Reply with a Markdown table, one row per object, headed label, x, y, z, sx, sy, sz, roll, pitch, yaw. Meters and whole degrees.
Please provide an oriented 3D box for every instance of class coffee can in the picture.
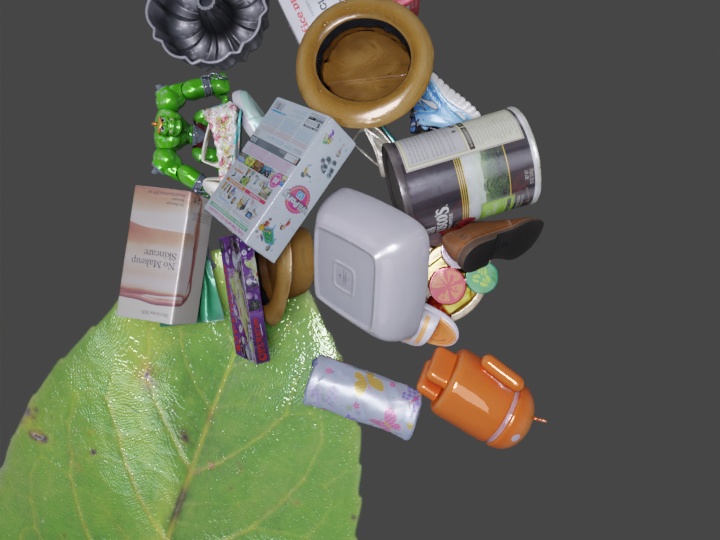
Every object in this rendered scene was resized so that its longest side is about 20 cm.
| label | x | y | z | sx | sy | sz | roll | pitch | yaw |
| --- | --- | --- | --- | --- | --- | --- | --- | --- | --- |
| coffee can | 0.144 | -0.142 | 0.828 | 0.197 | 0.146 | 0.149 | -16 | 93 | 0 |

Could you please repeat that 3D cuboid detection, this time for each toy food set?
| label | x | y | z | sx | sy | sz | roll | pitch | yaw |
| --- | --- | --- | --- | --- | --- | --- | --- | --- | --- |
| toy food set | 0.119 | -0.011 | 0.915 | 0.197 | 0.049 | 0.201 | -37 | 90 | 6 |

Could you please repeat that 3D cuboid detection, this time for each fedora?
| label | x | y | z | sx | sy | sz | roll | pitch | yaw |
| --- | --- | --- | --- | --- | --- | --- | --- | --- | --- |
| fedora | -0.125 | -0.013 | 0.897 | 0.081 | 0.200 | 0.204 | -7 | 95 | -31 |
| fedora | 0.008 | -0.290 | 0.815 | 0.197 | 0.082 | 0.205 | -1 | 87 | 11 |

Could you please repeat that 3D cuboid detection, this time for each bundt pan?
| label | x | y | z | sx | sy | sz | roll | pitch | yaw |
| --- | --- | --- | --- | --- | --- | --- | --- | --- | --- |
| bundt pan | -0.232 | -0.410 | 0.892 | 0.198 | 0.076 | 0.206 | -1 | 85 | 7 |

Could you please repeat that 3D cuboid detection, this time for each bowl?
| label | x | y | z | sx | sy | sz | roll | pitch | yaw |
| --- | --- | --- | --- | --- | --- | --- | --- | --- | --- |
| bowl | 0.000 | 0.000 | 0.821 | 0.199 | 0.074 | 0.203 | 31 | 131 | 36 |

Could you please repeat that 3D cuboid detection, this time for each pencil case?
| label | x | y | z | sx | sy | sz | roll | pitch | yaw |
| --- | --- | --- | --- | --- | --- | --- | --- | --- | --- |
| pencil case | 0.003 | 0.210 | 0.923 | 0.197 | 0.084 | 0.092 | 18 | 130 | 3 |

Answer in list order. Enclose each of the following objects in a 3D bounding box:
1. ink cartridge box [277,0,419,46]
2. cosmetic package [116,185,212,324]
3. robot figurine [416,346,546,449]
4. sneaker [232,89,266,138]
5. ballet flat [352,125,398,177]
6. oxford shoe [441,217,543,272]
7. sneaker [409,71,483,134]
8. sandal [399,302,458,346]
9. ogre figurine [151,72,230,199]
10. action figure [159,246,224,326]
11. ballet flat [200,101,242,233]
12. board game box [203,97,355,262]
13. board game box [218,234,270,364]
| label | x | y | z | sx | sy | sz | roll | pitch | yaw |
| --- | --- | --- | --- | --- | --- | --- | --- | --- | --- |
| ink cartridge box | -0.025 | -0.429 | 0.877 | 0.198 | 0.084 | 0.146 | -27 | 92 | 7 |
| cosmetic package | -0.304 | -0.022 | 0.881 | 0.101 | 0.087 | 0.204 | 6 | 88 | 10 |
| robot figurine | 0.190 | 0.203 | 0.891 | 0.198 | 0.117 | 0.145 | 30 | 96 | 2 |
| sneaker | -0.111 | -0.228 | 0.904 | 0.118 | 0.074 | 0.201 | -35 | 100 | 12 |
| ballet flat | 0.001 | -0.240 | 0.901 | 0.062 | 0.067 | 0.201 | -34 | 91 | 17 |
| oxford shoe | 0.208 | -0.057 | 0.864 | 0.071 | 0.198 | 0.072 | 44 | 133 | 38 |
| sneaker | 0.097 | -0.263 | 0.884 | 0.199 | 0.078 | 0.090 | 39 | 100 | 1 |
| sandal | 0.055 | 0.076 | 0.895 | 0.205 | 0.059 | 0.080 | 28 | 139 | 9 |
| ogre figurine | -0.277 | -0.220 | 0.914 | 0.118 | 0.098 | 0.203 | 3 | 110 | -13 |
| action figure | -0.288 | -0.012 | 0.947 | 0.116 | 0.055 | 0.204 | -6 | 87 | 7 |
| ballet flat | -0.215 | -0.158 | 0.873 | 0.063 | 0.076 | 0.204 | 0 | 106 | -9 |
| board game box | -0.119 | -0.134 | 0.799 | 0.147 | 0.064 | 0.201 | 34 | 88 | 46 |
| board game box | -0.191 | 0.043 | 0.913 | 0.032 | 0.120 | 0.204 | -10 | 94 | -23 |
